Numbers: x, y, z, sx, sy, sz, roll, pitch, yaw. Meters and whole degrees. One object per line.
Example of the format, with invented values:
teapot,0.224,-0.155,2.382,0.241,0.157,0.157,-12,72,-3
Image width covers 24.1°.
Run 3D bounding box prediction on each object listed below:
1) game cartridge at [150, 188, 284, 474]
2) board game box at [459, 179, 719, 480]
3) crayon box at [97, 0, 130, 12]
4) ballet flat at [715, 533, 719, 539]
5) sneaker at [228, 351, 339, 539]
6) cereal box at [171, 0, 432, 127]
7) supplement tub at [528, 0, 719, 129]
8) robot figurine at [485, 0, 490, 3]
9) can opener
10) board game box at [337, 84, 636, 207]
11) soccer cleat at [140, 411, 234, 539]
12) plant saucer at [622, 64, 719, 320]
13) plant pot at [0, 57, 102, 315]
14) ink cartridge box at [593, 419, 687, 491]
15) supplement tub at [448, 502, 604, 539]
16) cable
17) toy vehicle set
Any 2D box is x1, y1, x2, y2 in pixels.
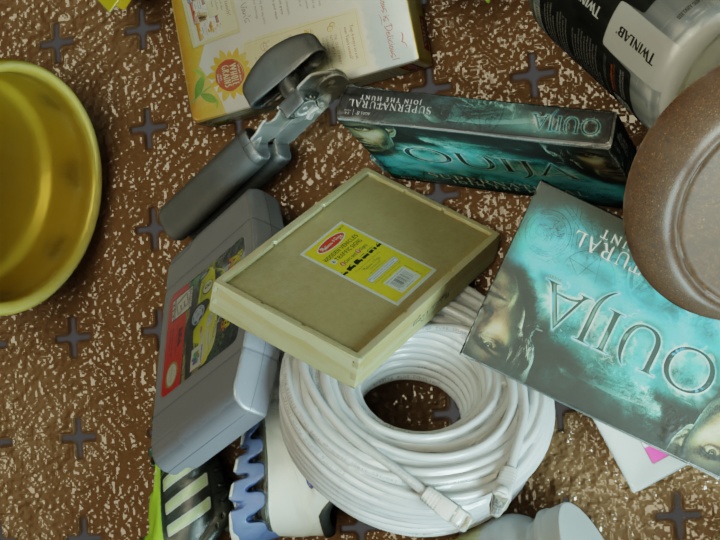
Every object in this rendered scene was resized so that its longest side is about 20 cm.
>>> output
game cartridge,-0.105,0.040,1.274,0.133,0.041,0.201,-35,41,38
board game box,0.185,0.040,1.163,0.199,0.028,0.136,25,97,7
crayon box,-0.206,-0.302,1.369,0.127,0.051,0.200,-50,58,12
ballet flat,0.241,0.273,1.181,0.063,0.069,0.201,1,87,36
sneaker,-0.033,0.117,1.297,0.114,0.081,0.201,3,82,8
cereal box,-0.051,-0.206,1.331,0.199,0.039,0.145,-12,83,20
supplement tub,0.196,-0.183,1.162,0.123,0.122,0.200,-50,48,12
robot figurine,0.056,-0.292,1.236,0.116,0.175,0.201,-33,53,48
can opener,-0.089,-0.104,1.318,0.200,0.053,0.067,-40,69,28
board game box,0.097,-0.087,1.208,0.199,0.135,0.028,8,77,22
soccer cleat,-0.130,0.168,1.339,0.081,0.068,0.201,6,85,-2
plant saucer,0.266,-0.045,1.066,0.200,0.200,0.035,-44,29,14
plant pot,-0.345,-0.076,1.370,0.188,0.200,0.202,9,91,36
ink cartridge box,0.240,0.034,1.203,0.200,0.044,0.174,-32,78,17
supplement tub,0.085,0.261,1.199,0.199,0.145,0.146,-28,78,18
cable,0.041,0.094,1.213,0.199,0.200,0.069,26,140,15
toy vehicle set,0.000,0.000,1.225,0.124,0.200,0.027,28,130,21
